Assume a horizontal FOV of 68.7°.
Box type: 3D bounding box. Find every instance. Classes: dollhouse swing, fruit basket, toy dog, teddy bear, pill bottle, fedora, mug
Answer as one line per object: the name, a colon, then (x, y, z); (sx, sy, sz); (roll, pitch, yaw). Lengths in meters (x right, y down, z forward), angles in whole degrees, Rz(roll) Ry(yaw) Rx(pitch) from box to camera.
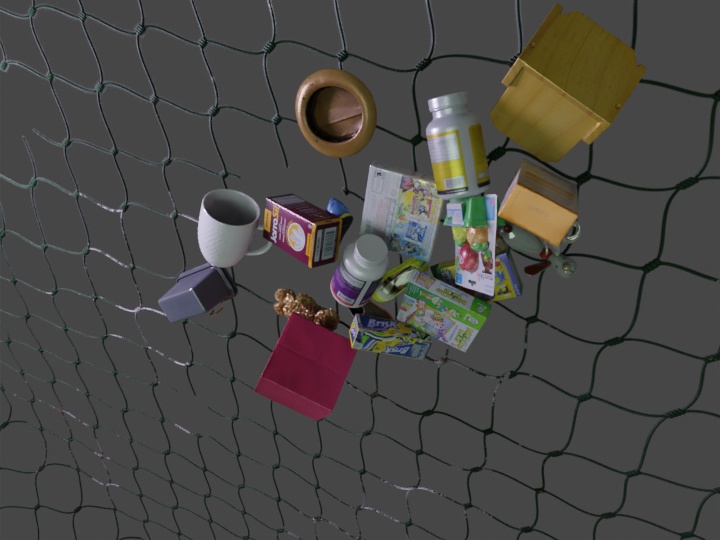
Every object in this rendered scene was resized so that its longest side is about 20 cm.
dollhouse swing: (0.377, -0.340, 1.003); (0.199, 0.176, 0.182); (35, 84, 2)
fruit basket: (0.232, -0.059, 1.114); (0.093, 0.185, 0.202); (3, 96, -15)
toy dog: (0.362, -0.057, 1.106); (0.198, 0.096, 0.133); (14, 99, 16)
teddy bear: (-0.158, 0.121, 1.470); (0.199, 0.067, 0.145); (35, 128, 2)
pill bottle: (0.196, -0.253, 1.075); (0.111, 0.112, 0.202); (-6, 105, 26)
fedora: (-0.044, -0.347, 1.152); (0.199, 0.082, 0.202); (14, 124, 22)
mug: (-0.328, -0.095, 1.391); (0.198, 0.148, 0.176); (10, 133, -18)
pill bottle: (0.000, 0.000, 1.275); (0.112, 0.113, 0.200); (33, 144, 3)

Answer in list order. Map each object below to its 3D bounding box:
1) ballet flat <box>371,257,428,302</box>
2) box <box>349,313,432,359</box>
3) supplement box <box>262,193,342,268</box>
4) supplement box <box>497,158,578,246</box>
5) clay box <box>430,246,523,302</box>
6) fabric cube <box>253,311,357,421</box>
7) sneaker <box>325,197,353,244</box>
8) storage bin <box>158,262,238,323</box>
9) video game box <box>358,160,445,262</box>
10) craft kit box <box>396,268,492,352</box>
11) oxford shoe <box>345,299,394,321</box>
ballet flat: (0.087, 0.029, 1.313); (0.067, 0.067, 0.200); (47, 125, -8)
box: (0.075, 0.170, 1.344); (0.198, 0.070, 0.065); (12, 119, -15)
supplement box: (-0.144, -0.100, 1.276); (0.199, 0.085, 0.111); (30, 122, 38)
supplement box: (0.348, -0.137, 1.026); (0.125, 0.200, 0.074); (29, 121, 7)
clay box: (0.268, 0.022, 1.243); (0.199, 0.048, 0.116); (-16, 110, 29)
fabric cube: (-0.147, 0.261, 1.412); (0.198, 0.201, 0.196); (26, 153, -4)
sneaker: (-0.088, -0.097, 1.329); (0.079, 0.066, 0.201); (51, 133, 20)
storage bin: (-0.481, 0.082, 1.547); (0.199, 0.134, 0.146); (-16, 110, 31)
video game box: (0.098, -0.137, 1.229); (0.181, 0.047, 0.201); (20, 124, 15)
craft kit box: (0.195, 0.101, 1.272); (0.196, 0.049, 0.200); (23, 150, 9)
oxford shoe: (0.021, 0.124, 1.390); (0.200, 0.073, 0.071); (45, 124, -5)
